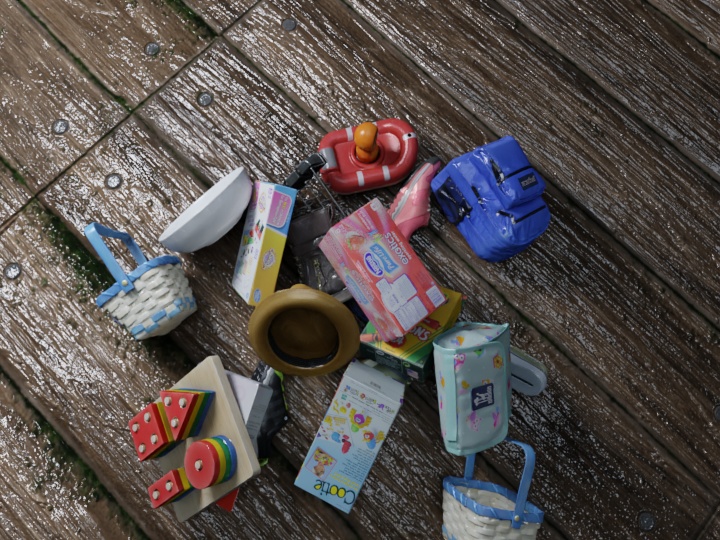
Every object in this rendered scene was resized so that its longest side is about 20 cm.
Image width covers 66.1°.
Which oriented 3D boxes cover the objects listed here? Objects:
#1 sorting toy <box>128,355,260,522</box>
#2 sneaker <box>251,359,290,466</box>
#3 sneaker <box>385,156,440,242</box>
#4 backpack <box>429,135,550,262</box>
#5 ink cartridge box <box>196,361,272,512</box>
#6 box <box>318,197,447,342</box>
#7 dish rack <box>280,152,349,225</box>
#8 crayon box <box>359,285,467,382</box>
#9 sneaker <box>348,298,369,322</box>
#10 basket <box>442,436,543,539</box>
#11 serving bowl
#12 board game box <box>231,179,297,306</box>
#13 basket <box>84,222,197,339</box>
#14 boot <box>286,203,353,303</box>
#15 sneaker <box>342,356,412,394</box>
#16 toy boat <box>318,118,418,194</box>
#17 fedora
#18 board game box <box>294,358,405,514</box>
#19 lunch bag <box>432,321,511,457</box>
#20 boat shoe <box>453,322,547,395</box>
[{"bbox_3d":[-0.279,0.276,0.890,0.198,0.069,0.202,-38,67,25],"label":"sorting toy"},{"bbox_3d":[-0.160,0.238,0.983,0.082,0.071,0.203,23,76,-21],"label":"sneaker"},{"bbox_3d":[0.107,-0.129,1.083,0.086,0.074,0.201,37,80,-7],"label":"sneaker"},{"bbox_3d":[0.250,-0.126,1.018,0.161,0.168,0.202,-25,82,-26],"label":"backpack"},{"bbox_3d":[-0.245,0.271,0.928,0.160,0.057,0.203,9,70,35],"label":"ink cartridge box"},{"bbox_3d":[0.033,0.003,0.897,0.102,0.095,0.201,-35,88,-22],"label":"box"},{"bbox_3d":[-0.081,-0.095,1.025,0.153,0.054,0.201,-39,82,35],"label":"dish rack"},{"bbox_3d":[0.096,0.083,0.978,0.125,0.051,0.201,18,53,23],"label":"crayon box"},{"bbox_3d":[0.000,0.000,1.031,0.074,0.079,0.203,-15,77,-5],"label":"sneaker"},{"bbox_3d":[0.212,0.365,0.905,0.137,0.176,0.204,9,89,-15],"label":"basket"},{"bbox_3d":[-0.268,-0.098,1.002,0.200,0.200,0.066,-43,111,-11],"label":"serving bowl"},{"bbox_3d":[-0.172,-0.052,0.969,0.040,0.153,0.204,11,97,-25],"label":"board game box"},{"bbox_3d":[-0.384,0.014,0.956,0.138,0.176,0.202,-30,88,-2],"label":"basket"},{"bbox_3d":[-0.100,-0.010,0.988,0.198,0.069,0.176,-25,97,16],"label":"boot"},{"bbox_3d":[0.070,0.178,1.002,0.197,0.067,0.091,-21,93,-13],"label":"sneaker"},{"bbox_3d":[0.015,-0.235,1.061,0.196,0.131,0.133,-14,73,-5],"label":"toy boat"},{"bbox_3d":[-0.092,0.090,0.929,0.196,0.203,0.082,0,39,-2],"label":"fedora"},{"bbox_3d":[-0.015,0.269,0.916,0.104,0.103,0.203,26,98,4],"label":"board game box"},{"bbox_3d":[0.181,0.184,0.899,0.120,0.199,0.174,0,96,25],"label":"lunch bag"},{"bbox_3d":[0.247,0.158,1.012,0.198,0.062,0.073,32,116,19],"label":"boat shoe"}]
